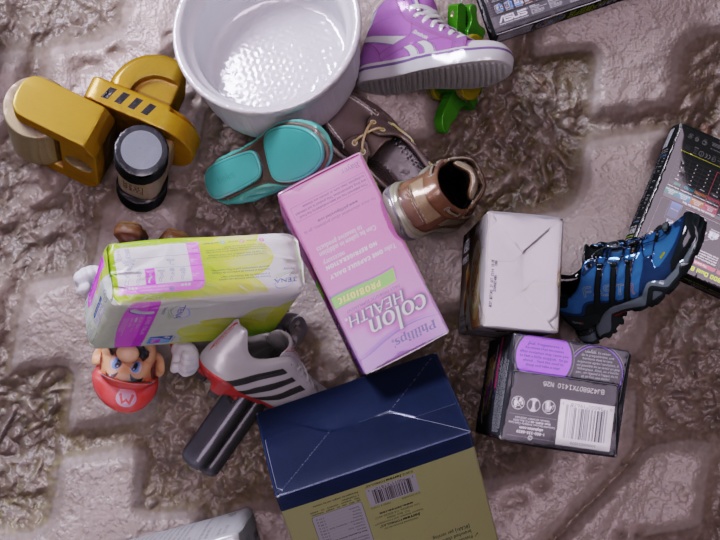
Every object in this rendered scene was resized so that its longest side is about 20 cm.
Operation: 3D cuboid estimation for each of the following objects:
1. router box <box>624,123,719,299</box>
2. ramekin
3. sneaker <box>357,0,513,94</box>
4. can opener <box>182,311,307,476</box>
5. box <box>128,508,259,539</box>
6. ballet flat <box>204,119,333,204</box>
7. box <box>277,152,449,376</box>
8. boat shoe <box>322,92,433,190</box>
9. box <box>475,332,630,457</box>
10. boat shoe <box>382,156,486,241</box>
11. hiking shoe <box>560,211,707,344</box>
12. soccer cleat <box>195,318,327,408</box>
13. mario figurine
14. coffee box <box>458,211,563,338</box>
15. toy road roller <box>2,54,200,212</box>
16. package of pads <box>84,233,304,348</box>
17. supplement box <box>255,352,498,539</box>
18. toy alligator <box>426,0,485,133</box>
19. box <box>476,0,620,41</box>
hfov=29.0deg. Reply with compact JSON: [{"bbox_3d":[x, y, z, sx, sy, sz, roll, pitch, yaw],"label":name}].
[{"bbox_3d":[0.402,-0.049,1.516,0.199,0.062,0.151,24,85,1],"label":"router box"},{"bbox_3d":[-0.093,-0.238,1.484,0.198,0.098,0.202,-2,71,6],"label":"ramekin"},{"bbox_3d":[0.080,-0.253,1.479,0.199,0.072,0.115,3,78,40],"label":"sneaker"},{"bbox_3d":[-0.130,0.123,1.507,0.067,0.053,0.201,33,85,34],"label":"can opener"},{"bbox_3d":[-0.172,0.365,1.403,0.170,0.200,0.201,-14,87,0],"label":"box"},{"bbox_3d":[-0.082,-0.117,1.465,0.070,0.199,0.068,-14,89,-44],"label":"ballet flat"},{"bbox_3d":[0.000,0.000,1.447,0.096,0.176,0.201,-27,87,-4],"label":"box"},{"bbox_3d":[0.024,-0.130,1.516,0.072,0.060,0.200,-44,87,-4],"label":"boat shoe"},{"bbox_3d":[0.193,0.128,1.428,0.121,0.200,0.107,9,85,0],"label":"box"},{"bbox_3d":[0.094,-0.080,1.416,0.071,0.200,0.076,-27,93,28],"label":"boat shoe"},{"bbox_3d":[0.273,-0.001,1.454,0.087,0.075,0.200,39,125,-9],"label":"hiking shoe"},{"bbox_3d":[-0.081,0.106,1.441,0.085,0.199,0.069,-54,45,12],"label":"soccer cleat"},{"bbox_3d":[-0.234,0.049,1.472,0.123,0.106,0.202,0,76,33],"label":"mario figurine"},{"bbox_3d":[0.152,0.010,1.437,0.079,0.200,0.116,4,86,-2],"label":"coffee box"},{"bbox_3d":[-0.267,-0.167,1.489,0.199,0.123,0.147,23,71,-1],"label":"toy road roller"},{"bbox_3d":[-0.166,0.021,1.390,0.198,0.155,0.069,-4,70,-20],"label":"package of pads"},{"bbox_3d":[0.022,0.226,1.405,0.198,0.135,0.201,-18,124,-2],"label":"supplement box"},{"bbox_3d":[0.116,-0.247,1.531,0.054,0.059,0.202,9,88,-41],"label":"toy alligator"},{"bbox_3d":[0.214,-0.361,1.547,0.198,0.044,0.161,-19,85,-3],"label":"box"}]
